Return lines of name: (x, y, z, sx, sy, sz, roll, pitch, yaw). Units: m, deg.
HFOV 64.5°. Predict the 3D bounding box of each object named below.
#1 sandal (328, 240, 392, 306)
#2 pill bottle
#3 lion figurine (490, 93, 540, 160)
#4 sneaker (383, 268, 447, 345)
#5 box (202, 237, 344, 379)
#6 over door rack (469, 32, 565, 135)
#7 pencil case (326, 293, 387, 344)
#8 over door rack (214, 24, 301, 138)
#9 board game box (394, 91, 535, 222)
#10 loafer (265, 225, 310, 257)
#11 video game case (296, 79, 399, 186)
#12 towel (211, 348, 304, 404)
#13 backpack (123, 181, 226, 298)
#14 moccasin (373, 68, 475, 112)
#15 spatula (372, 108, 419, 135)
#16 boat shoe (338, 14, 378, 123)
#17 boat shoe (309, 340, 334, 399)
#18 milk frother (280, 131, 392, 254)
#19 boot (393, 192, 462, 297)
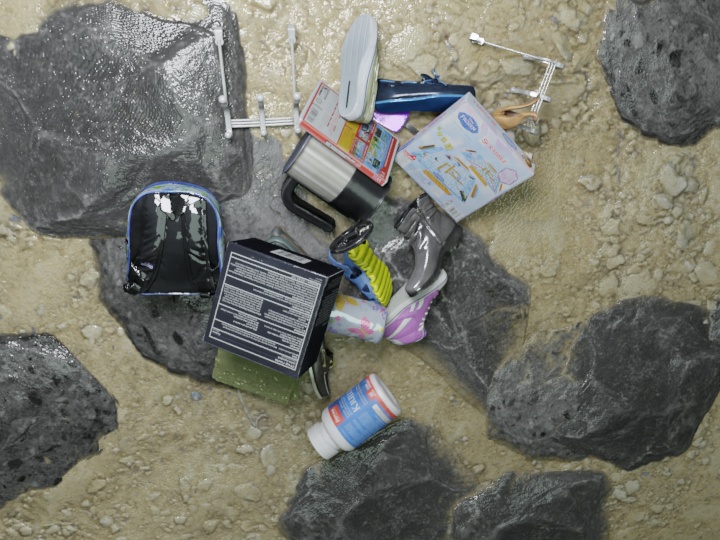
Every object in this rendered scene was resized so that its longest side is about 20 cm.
sandal: (0.000, 0.000, 1.216, 0.087, 0.080, 0.200, -12, 123, 33)
pill bottle: (-0.017, 0.335, 1.291, 0.200, 0.112, 0.112, -38, 110, 2)
lion figurine: (0.284, -0.263, 1.136, 0.122, 0.073, 0.200, 14, 133, 17)
sneaker: (0.130, 0.086, 1.265, 0.200, 0.073, 0.114, -40, 114, 15)
box: (-0.161, 0.064, 1.067, 0.200, 0.123, 0.199, 20, 101, 10)
over door rack: (0.287, -0.374, 1.149, 0.199, 0.067, 0.148, 18, 104, -1)
pencil case: (-0.045, 0.094, 1.180, 0.199, 0.083, 0.091, 14, 125, -9)
over door rack: (-0.188, -0.349, 1.057, 0.147, 0.067, 0.201, -5, 108, -9)
board game box: (0.202, -0.216, 1.132, 0.200, 0.041, 0.199, 42, 134, -18)
loafer: (-0.120, -0.014, 1.186, 0.072, 0.063, 0.200, -20, 129, 24)
video game case: (-0.018, -0.264, 1.092, 0.200, 0.143, 0.017, 33, 136, -18)
towel: (-0.217, 0.201, 1.228, 0.199, 0.037, 0.149, 15, 111, 2)
backpack: (-0.348, -0.066, 1.083, 0.182, 0.147, 0.201, 2, 111, -10)
moccasin: (0.121, -0.350, 1.098, 0.199, 0.080, 0.068, 1, 81, 2)
spatula: (0.118, -0.280, 1.166, 0.200, 0.021, 0.057, 31, 96, -18)
boat shoe: (0.002, -0.380, 1.089, 0.062, 0.072, 0.201, 8, 93, -52)
boat shoe: (-0.089, 0.187, 1.252, 0.060, 0.072, 0.202, -13, 107, -2)
milk frother: (-0.056, -0.149, 1.082, 0.188, 0.200, 0.181, 32, 100, -18)
boot: (0.116, -0.055, 1.199, 0.132, 0.070, 0.200, 38, 69, -17)
